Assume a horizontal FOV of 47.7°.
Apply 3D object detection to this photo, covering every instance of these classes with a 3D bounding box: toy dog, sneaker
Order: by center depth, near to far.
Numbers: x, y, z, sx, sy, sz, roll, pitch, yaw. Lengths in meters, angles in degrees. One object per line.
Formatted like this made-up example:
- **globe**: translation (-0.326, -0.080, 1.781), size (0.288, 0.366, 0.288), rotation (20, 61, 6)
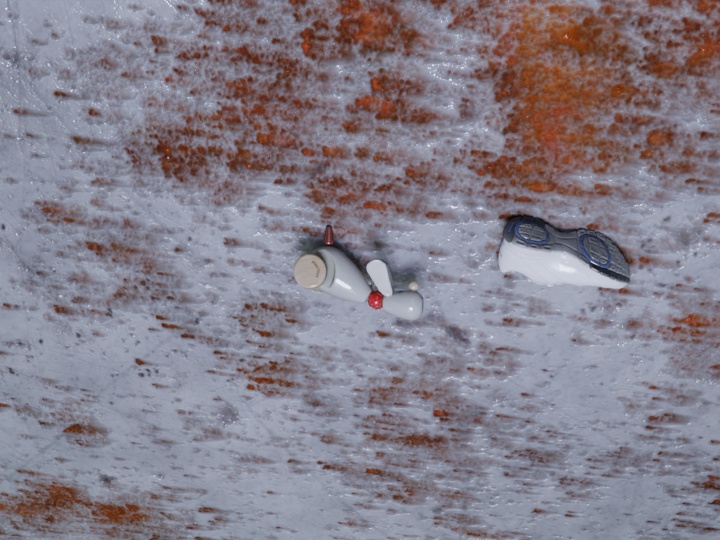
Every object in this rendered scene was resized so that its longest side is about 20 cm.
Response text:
- **sneaker**: translation (0.292, -0.014, 1.176), size (0.196, 0.075, 0.088), rotation (18, 140, 1)
- **toy dog**: translation (0.000, 0.000, 1.196), size (0.196, 0.132, 0.098), rotation (17, 89, -13)
